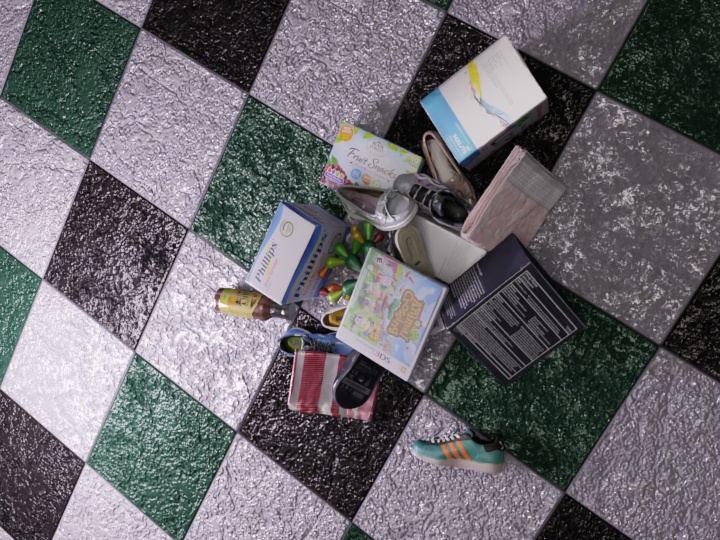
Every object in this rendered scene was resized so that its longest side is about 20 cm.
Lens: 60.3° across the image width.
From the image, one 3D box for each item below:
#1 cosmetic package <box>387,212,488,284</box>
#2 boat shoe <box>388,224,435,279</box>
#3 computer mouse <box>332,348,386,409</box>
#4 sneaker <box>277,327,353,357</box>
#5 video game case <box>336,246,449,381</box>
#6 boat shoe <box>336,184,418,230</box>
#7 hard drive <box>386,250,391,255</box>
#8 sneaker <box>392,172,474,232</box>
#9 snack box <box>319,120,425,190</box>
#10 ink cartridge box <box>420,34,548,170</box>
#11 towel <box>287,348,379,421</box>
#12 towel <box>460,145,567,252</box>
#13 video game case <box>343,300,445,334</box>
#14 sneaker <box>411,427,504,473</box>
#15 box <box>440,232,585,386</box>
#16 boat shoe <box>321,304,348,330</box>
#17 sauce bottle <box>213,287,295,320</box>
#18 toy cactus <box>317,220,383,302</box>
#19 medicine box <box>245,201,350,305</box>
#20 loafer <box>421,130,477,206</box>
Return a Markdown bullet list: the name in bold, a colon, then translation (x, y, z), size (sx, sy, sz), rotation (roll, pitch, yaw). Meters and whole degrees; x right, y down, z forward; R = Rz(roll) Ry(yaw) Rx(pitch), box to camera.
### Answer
- **cosmetic package**: translation (0.165, -0.046, 1.295), size (0.197, 0.074, 0.104), rotation (30, 110, 16)
- **boat shoe**: translation (0.104, 0.000, 1.268), size (0.070, 0.067, 0.205), rotation (-24, 109, -22)
- **computer mouse**: translation (0.013, 0.207, 1.322), size (0.137, 0.053, 0.202), rotation (33, 103, -21)
- **sneaker**: translation (-0.097, 0.178, 1.394), size (0.194, 0.089, 0.081), rotation (4, 95, 16)
- **video game case**: translation (0.059, 0.085, 1.225), size (0.179, 0.022, 0.205), rotation (28, 104, 22)
- **boat shoe**: translation (0.030, -0.134, 1.247), size (0.200, 0.065, 0.075), rotation (21, 74, 46)
- **hard drive**: translation (0.057, 0.079, 1.345), size (0.139, 0.033, 0.202), rotation (40, 105, 12)
- **sneaker**: translation (0.144, -0.141, 1.212), size (0.196, 0.140, 0.079), rotation (26, 97, 12)
- **snack box**: translation (0.026, -0.216, 1.345), size (0.196, 0.053, 0.145), rotation (27, 101, 15)
- **ink cartridge box**: translation (0.246, -0.321, 1.214), size (0.198, 0.146, 0.148), rotation (-35, 82, 18)
- **towel**: translation (-0.057, 0.254, 1.372), size (0.194, 0.023, 0.148), rotation (9, 105, -5)
- **towel**: translation (0.298, -0.116, 1.191), size (0.193, 0.198, 0.032), rotation (-57, 47, 12)
- **video game case**: translation (0.074, 0.097, 1.368), size (0.196, 0.018, 0.147), rotation (-24, 86, 18)
- **sneaker**: translation (0.206, 0.371, 1.318), size (0.194, 0.071, 0.083), rotation (5, 91, 13)
- **box**: translation (0.288, 0.077, 1.198), size (0.197, 0.124, 0.200), rotation (-39, 116, 18)
- **boat shoe**: translation (0.009, 0.095, 1.309), size (0.194, 0.070, 0.073), rotation (-5, 92, 20)
- **sauce bottle**: translation (-0.247, 0.082, 1.453), size (0.194, 0.065, 0.067), rotation (6, 96, 17)
- **toy cactus**: translation (0.000, 0.000, 1.317), size (0.164, 0.102, 0.202), rotation (40, 99, 35)
- **medicine box**: translation (-0.129, -0.038, 1.331), size (0.101, 0.199, 0.186), rotation (29, 102, 15)
- **loafer**: translation (0.179, -0.196, 1.289), size (0.071, 0.063, 0.204), rotation (-28, 84, 17)
